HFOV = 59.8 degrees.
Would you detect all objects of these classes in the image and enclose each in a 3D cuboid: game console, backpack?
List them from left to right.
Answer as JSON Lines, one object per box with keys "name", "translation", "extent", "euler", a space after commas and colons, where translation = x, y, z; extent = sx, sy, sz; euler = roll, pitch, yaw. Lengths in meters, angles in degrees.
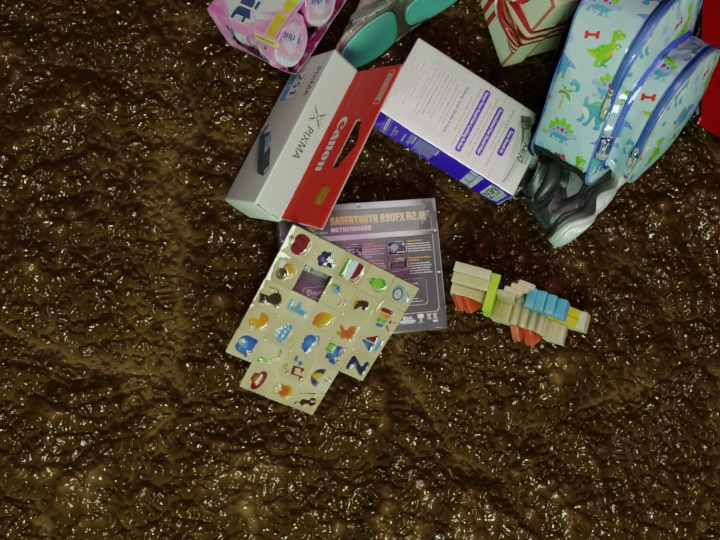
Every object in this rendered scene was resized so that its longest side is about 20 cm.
{"name": "backpack", "translation": [0.298, -0.214, 0.690], "extent": [0.146, 0.203, 0.182], "euler": [34, 52, 29]}
{"name": "game console", "translation": [0.432, -0.289, 0.872], "extent": [0.169, 0.118, 0.205], "euler": [1, 83, 23]}

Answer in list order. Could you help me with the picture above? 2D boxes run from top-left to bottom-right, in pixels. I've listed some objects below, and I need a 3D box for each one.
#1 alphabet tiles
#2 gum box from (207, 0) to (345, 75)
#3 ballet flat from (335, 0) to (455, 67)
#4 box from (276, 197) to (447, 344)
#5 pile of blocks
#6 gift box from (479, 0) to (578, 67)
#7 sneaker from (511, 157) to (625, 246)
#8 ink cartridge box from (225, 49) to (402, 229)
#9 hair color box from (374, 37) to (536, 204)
{"name": "alphabet tiles", "translation": [-0.050, 0.069, 0.712], "extent": [0.165, 0.008, 0.202], "euler": [25, 106, -20]}
{"name": "gum box", "translation": [-0.082, -0.342, 0.749], "extent": [0.112, 0.066, 0.202], "euler": [28, 80, 23]}
{"name": "ballet flat", "translation": [0.037, -0.329, 0.797], "extent": [0.199, 0.072, 0.073], "euler": [-35, 90, -11]}
{"name": "box", "translation": [0.000, 0.000, 0.759], "extent": [0.195, 0.048, 0.162], "euler": [-5, 85, -9]}
{"name": "pile of blocks", "translation": [0.195, 0.052, 0.768], "extent": [0.196, 0.082, 0.063], "euler": [20, 82, -7]}
{"name": "gift box", "translation": [0.237, -0.386, 0.763], "extent": [0.183, 0.200, 0.188], "euler": [-18, 82, -9]}
{"name": "sneaker", "translation": [0.279, -0.137, 0.804], "extent": [0.114, 0.075, 0.201], "euler": [42, 78, 0]}
{"name": "ink cartridge box", "translation": [-0.059, -0.152, 0.704], "extent": [0.044, 0.175, 0.203], "euler": [32, 80, -34]}
{"name": "hair color box", "translation": [0.125, -0.185, 0.790], "extent": [0.198, 0.065, 0.111], "euler": [31, 80, -3]}
